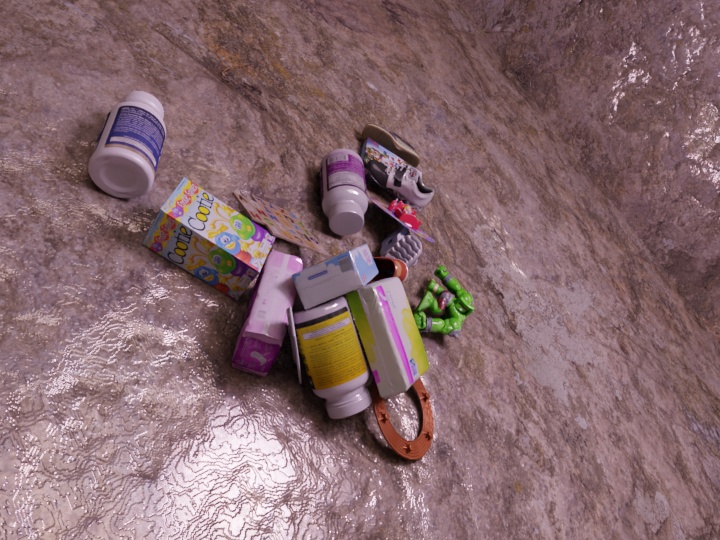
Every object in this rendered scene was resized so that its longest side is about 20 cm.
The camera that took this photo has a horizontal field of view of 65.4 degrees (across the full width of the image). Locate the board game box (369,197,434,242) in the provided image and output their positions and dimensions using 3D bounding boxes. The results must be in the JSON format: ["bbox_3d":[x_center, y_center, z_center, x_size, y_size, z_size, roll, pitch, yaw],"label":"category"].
[{"bbox_3d":[0.115,-0.145,1.428,0.200,0.039,0.157,40,13,29],"label":"board game box"}]

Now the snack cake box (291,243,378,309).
[{"bbox_3d":[-0.041,0.006,1.044,0.200,0.114,0.068,-36,104,-79],"label":"snack cake box"}]

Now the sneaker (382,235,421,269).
[{"bbox_3d":[0.057,0.008,1.236,0.075,0.199,0.082,57,3,21],"label":"sneaker"}]

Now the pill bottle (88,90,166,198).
[{"bbox_3d":[-0.427,-0.242,1.050,0.110,0.111,0.202,21,46,-27],"label":"pill bottle"}]

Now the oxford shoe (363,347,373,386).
[{"bbox_3d":[0.012,0.142,1.142,0.058,0.075,0.201,48,39,-29],"label":"oxford shoe"}]

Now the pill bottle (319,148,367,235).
[{"bbox_3d":[-0.040,-0.186,1.344,0.111,0.112,0.202,19,47,-29],"label":"pill bottle"}]

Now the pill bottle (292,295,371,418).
[{"bbox_3d":[-0.049,0.157,1.018,0.112,0.112,0.203,-21,94,-48],"label":"pill bottle"}]

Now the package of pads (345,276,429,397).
[{"bbox_3d":[0.057,0.117,1.056,0.154,0.068,0.202,-14,85,-67],"label":"package of pads"}]

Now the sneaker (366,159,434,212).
[{"bbox_3d":[0.112,-0.246,1.493,0.199,0.088,0.075,32,47,-15],"label":"sneaker"}]

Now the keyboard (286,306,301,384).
[{"bbox_3d":[-0.112,0.134,0.967,0.011,0.201,0.057,-13,59,-11],"label":"keyboard"}]

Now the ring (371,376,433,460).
[{"bbox_3d":[0.091,0.269,1.111,0.200,0.019,0.203,33,43,-38],"label":"ring"}]

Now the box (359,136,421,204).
[{"bbox_3d":[0.085,-0.275,1.586,0.199,0.038,0.138,29,43,-21],"label":"box"}]

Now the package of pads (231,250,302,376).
[{"bbox_3d":[-0.165,0.073,1.006,0.075,0.121,0.202,19,45,-11],"label":"package of pads"}]

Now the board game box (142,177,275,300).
[{"bbox_3d":[-0.276,-0.056,1.034,0.199,0.103,0.106,33,41,-16],"label":"board game box"}]

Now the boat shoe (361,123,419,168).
[{"bbox_3d":[0.088,-0.369,1.650,0.199,0.072,0.066,28,32,-21],"label":"boat shoe"}]

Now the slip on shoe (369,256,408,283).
[{"bbox_3d":[0.000,0.000,1.177,0.061,0.197,0.075,27,65,-67],"label":"slip on shoe"}]

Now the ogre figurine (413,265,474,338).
[{"bbox_3d":[0.203,0.085,1.346,0.119,0.099,0.200,32,29,1],"label":"ogre figurine"}]

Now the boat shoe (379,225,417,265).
[{"bbox_3d":[0.102,-0.046,1.368,0.087,0.074,0.202,55,16,-11],"label":"boat shoe"}]

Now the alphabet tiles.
[{"bbox_3d":[-0.168,-0.102,1.155,0.199,0.008,0.167,22,20,-49],"label":"alphabet tiles"}]
